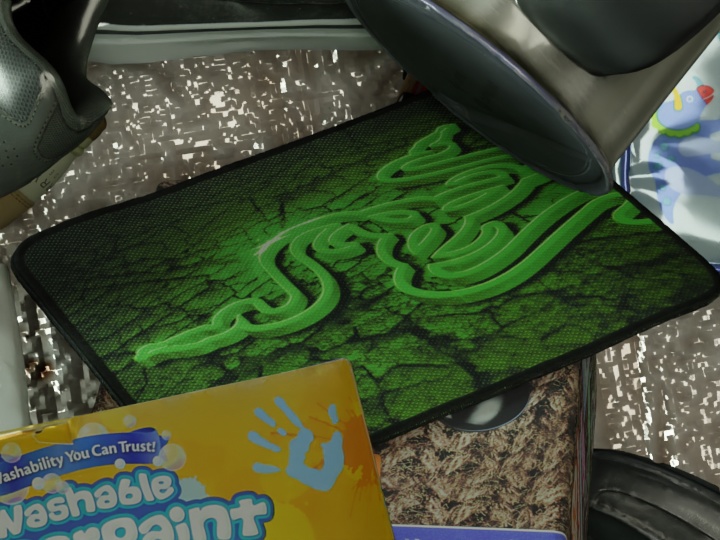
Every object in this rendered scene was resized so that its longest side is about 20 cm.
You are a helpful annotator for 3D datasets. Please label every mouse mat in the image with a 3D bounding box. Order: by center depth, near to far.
[{"bbox_3d":[0.000,0.000,0.988,0.199,0.161,0.008,-21,130,-23],"label":"mouse mat"}]

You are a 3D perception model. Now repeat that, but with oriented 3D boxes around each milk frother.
[{"bbox_3d":[0.063,-0.163,0.961,0.200,0.181,0.188,38,81,3],"label":"milk frother"}]

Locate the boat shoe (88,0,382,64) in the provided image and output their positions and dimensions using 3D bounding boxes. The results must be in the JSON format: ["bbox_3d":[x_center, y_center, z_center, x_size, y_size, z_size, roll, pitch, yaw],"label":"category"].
[{"bbox_3d":[-0.015,-0.118,1.033,0.199,0.071,0.072,-15,69,-17],"label":"boat shoe"}]

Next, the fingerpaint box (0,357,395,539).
[{"bbox_3d":[-0.084,0.127,0.778,0.199,0.073,0.167,-12,80,-17],"label":"fingerpaint box"}]

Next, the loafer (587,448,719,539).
[{"bbox_3d":[0.150,0.139,1.096,0.200,0.068,0.071,37,73,-9],"label":"loafer"}]

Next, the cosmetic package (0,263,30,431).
[{"bbox_3d":[-0.192,0.105,0.953,0.167,0.200,0.167,1,109,-9],"label":"cosmetic package"}]

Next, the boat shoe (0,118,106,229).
[{"bbox_3d":[-0.186,-0.091,1.050,0.200,0.074,0.066,37,90,2],"label":"boat shoe"}]

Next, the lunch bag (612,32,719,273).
[{"bbox_3d":[0.155,-0.092,1.099,0.160,0.082,0.201,3,88,-15],"label":"lunch bag"}]

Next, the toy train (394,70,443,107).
[{"bbox_3d":[0.030,-0.067,1.098,0.034,0.046,0.201,25,83,-7],"label":"toy train"}]

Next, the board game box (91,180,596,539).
[{"bbox_3d":[-0.004,0.067,0.986,0.159,0.200,0.097,1,127,6],"label":"board game box"}]

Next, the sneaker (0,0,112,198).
[{"bbox_3d":[-0.120,-0.110,0.972,0.084,0.074,0.201,-18,66,26],"label":"sneaker"}]
